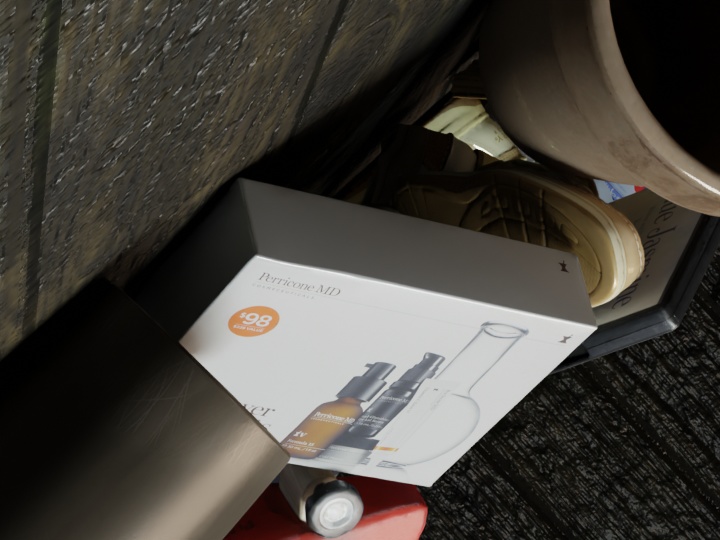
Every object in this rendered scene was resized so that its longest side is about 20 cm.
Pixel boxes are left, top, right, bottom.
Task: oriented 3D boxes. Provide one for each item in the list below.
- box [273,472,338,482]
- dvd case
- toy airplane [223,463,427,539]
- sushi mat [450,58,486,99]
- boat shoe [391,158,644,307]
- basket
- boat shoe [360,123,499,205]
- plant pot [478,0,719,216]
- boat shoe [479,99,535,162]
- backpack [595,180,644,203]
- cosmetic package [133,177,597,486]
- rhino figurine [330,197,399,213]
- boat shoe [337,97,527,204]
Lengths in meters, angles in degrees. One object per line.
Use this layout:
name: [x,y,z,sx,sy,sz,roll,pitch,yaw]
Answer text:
box: [-0.134,0.174,2.016,0.200,0.117,0.197,-42,176,-26]
dvd case: [0.103,0.012,1.578,0.200,0.018,0.143,-21,-157,37]
toy airplane: [-0.078,0.181,1.556,0.199,0.141,0.200,2,-136,28]
sushi mat: [0.144,-0.119,1.637,0.096,0.012,0.200,-42,-150,-28]
boat shoe: [0.092,-0.026,1.553,0.069,0.074,0.200,-17,-163,-27]
basket: [-0.138,0.115,1.325,0.200,0.136,0.180,-46,176,-4]
boat shoe: [0.000,0.000,1.705,0.200,0.068,0.075,-56,-165,22]
plant pot: [0.148,-0.113,1.464,0.200,0.200,0.175,-40,-168,-29]
boat shoe: [0.102,-0.094,1.906,0.066,0.070,0.200,-26,-177,14]
backpack: [0.221,-0.124,2.112,0.200,0.154,0.191,-29,160,-42]
cosmetic package: [-0.010,0.034,1.453,0.200,0.052,0.151,12,137,-32]
rhino figurine: [-0.042,0.031,1.630,0.200,0.087,0.060,-46,176,27]
boat shoe: [0.009,-0.019,1.776,0.200,0.063,0.073,-43,176,4]
